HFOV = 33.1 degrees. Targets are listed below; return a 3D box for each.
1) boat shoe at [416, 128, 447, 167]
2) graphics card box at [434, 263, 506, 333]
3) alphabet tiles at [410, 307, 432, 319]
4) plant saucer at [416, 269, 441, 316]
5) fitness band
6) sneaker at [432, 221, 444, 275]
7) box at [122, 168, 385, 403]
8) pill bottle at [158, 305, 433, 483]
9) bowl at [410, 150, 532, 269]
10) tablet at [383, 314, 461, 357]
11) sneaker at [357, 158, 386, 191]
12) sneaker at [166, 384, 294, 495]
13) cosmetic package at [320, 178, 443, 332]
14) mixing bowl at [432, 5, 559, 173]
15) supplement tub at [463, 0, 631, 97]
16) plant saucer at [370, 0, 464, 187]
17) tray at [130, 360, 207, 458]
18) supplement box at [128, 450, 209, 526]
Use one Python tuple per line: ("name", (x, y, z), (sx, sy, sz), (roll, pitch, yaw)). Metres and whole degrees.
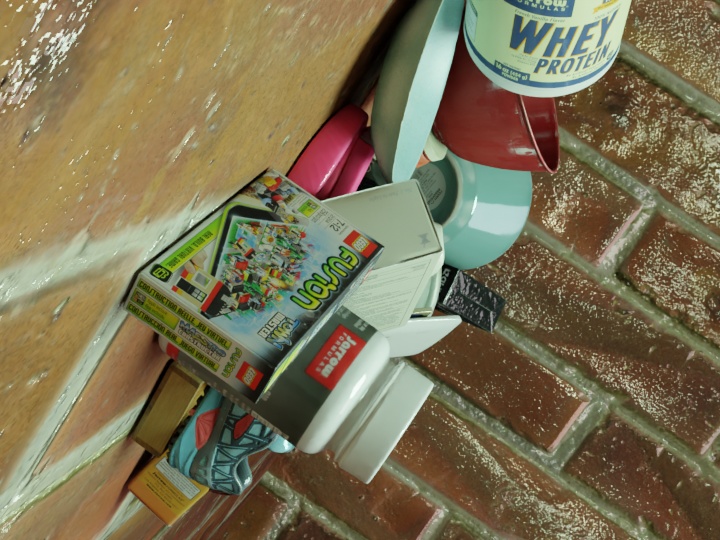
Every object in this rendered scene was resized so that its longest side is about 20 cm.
("boat shoe", (0.068, -0.168, 1.322), (0.062, 0.071, 0.200), (-16, -154, 24))
("graphics card box", (0.068, 0.009, 1.505), (0.125, 0.200, 0.051), (31, 85, -49))
("alphabet tiles", (-0.023, 0.069, 1.296), (0.167, 0.008, 0.200), (-3, 160, -22))
("plant saucer", (0.010, 0.001, 1.420), (0.050, 0.200, 0.200), (5, 129, -40))
("fitness band", (-0.042, -0.063, 1.100), (0.144, 0.037, 0.200), (-51, 172, -42))
("sneaker", (0.007, 0.002, 1.274), (0.200, 0.084, 0.075), (-49, -140, 49))
("box", (-0.068, 0.003, 0.857), (0.035, 0.110, 0.200), (-58, 175, 33))
("pill bottle", (-0.049, 0.071, 0.959), (0.114, 0.200, 0.114), (-55, 175, -7))
("bowl", (0.094, -0.099, 1.467), (0.105, 0.201, 0.201), (-5, 133, -56))
("tablet", (-0.004, 0.078, 1.304), (0.199, 0.014, 0.130), (-2, 160, -24))
("sneaker", (-0.016, -0.033, 1.316), (0.086, 0.080, 0.200), (-49, 171, -42))
("sneaker", (-0.088, 0.117, 1.089), (0.200, 0.095, 0.079), (-57, 175, 22))
("cosmetic package", (0.000, 0.000, 1.089), (0.103, 0.073, 0.200), (-14, 161, -13))
("mixing bowl", (0.127, -0.186, 1.239), (0.108, 0.201, 0.200), (-12, -169, 18))
("supplement tub", (0.166, -0.262, 1.038), (0.145, 0.145, 0.200), (-53, 162, -25))
("plant saucer", (0.044, -0.166, 1.057), (0.201, 0.039, 0.202), (17, 90, -82))
("tray", (-0.140, 0.087, 1.162), (0.099, 0.037, 0.200), (-58, 175, 30))
("supplement box", (-0.150, 0.176, 1.246), (0.200, 0.069, 0.067), (-45, -178, 28))
